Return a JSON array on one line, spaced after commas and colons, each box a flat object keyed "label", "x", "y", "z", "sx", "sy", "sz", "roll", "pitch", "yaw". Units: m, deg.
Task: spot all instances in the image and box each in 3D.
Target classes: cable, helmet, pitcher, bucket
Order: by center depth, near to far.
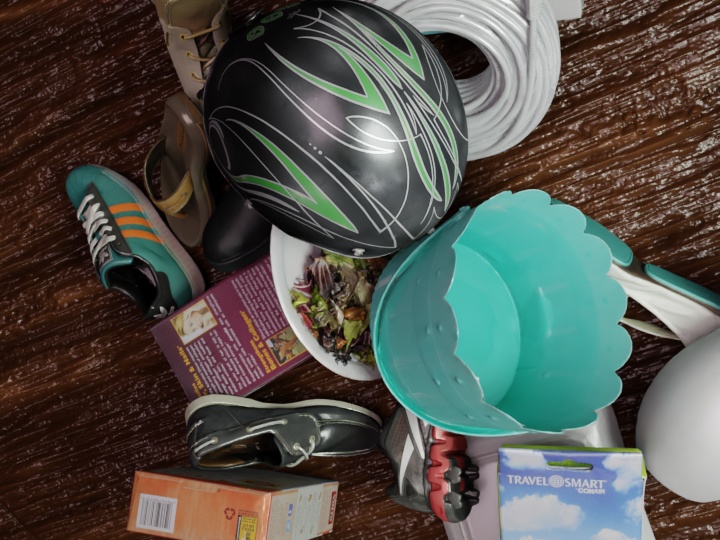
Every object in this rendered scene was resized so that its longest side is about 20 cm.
[{"label": "helmet", "x": -0.011, "y": -0.112, "z": 0.721, "sx": 0.191, "sy": 0.200, "sz": 0.200, "roll": 23, "pitch": 101, "yaw": 39}, {"label": "pitcher", "x": 0.344, "y": 0.103, "z": 0.784, "sx": 0.200, "sy": 0.171, "sz": 0.121, "roll": -61, "pitch": 35, "yaw": 27}, {"label": "bucket", "x": 0.115, "y": 0.044, "z": 0.786, "sx": 0.135, "sy": 0.207, "sz": 0.207, "roll": -21, "pitch": 88, "yaw": 56}, {"label": "cable", "x": 0.076, "y": -0.188, "z": 0.811, "sx": 0.200, "sy": 0.069, "sz": 0.200, "roll": -3, "pitch": 137, "yaw": 20}]

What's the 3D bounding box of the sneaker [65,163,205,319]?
[{"label": "sneaker", "x": -0.253, "y": -0.032, "z": 0.961, "sx": 0.200, "sy": 0.080, "sz": 0.071, "roll": 46, "pitch": 125, "yaw": 9}]

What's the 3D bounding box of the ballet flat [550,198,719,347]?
[{"label": "ballet flat", "x": 0.239, "y": 0.011, "z": 0.835, "sx": 0.200, "sy": 0.069, "sz": 0.069, "roll": 33, "pitch": 103, "yaw": 9}]

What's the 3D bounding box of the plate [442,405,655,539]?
[{"label": "plate", "x": 0.172, "y": 0.239, "z": 0.886, "sx": 0.200, "sy": 0.032, "sz": 0.200, "roll": -18, "pitch": 88, "yaw": 17}]

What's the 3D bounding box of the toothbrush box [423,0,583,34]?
[{"label": "toothbrush box", "x": 0.092, "y": -0.296, "z": 0.806, "sx": 0.200, "sy": 0.085, "sz": 0.146, "roll": -2, "pitch": 132, "yaw": 18}]

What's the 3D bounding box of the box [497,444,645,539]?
[{"label": "box", "x": 0.185, "y": 0.231, "z": 0.803, "sx": 0.122, "sy": 0.048, "sz": 0.200, "roll": -1, "pitch": 114, "yaw": 13}]

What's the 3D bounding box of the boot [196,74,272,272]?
[{"label": "boot", "x": -0.098, "y": -0.114, "z": 0.843, "sx": 0.198, "sy": 0.163, "sz": 0.073, "roll": -42, "pitch": 45, "yaw": -12}]

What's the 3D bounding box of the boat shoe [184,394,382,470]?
[{"label": "boat shoe", "x": -0.072, "y": 0.169, "z": 0.899, "sx": 0.200, "sy": 0.068, "sz": 0.072, "roll": 5, "pitch": 126, "yaw": -17}]

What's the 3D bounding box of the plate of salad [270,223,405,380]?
[{"label": "plate of salad", "x": 0.000, "y": 0.000, "z": 0.836, "sx": 0.048, "sy": 0.200, "sz": 0.200, "roll": -17, "pitch": 89, "yaw": 41}]

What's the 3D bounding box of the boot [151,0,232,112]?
[{"label": "boot", "x": -0.141, "y": -0.194, "z": 0.868, "sx": 0.072, "sy": 0.200, "sz": 0.155, "roll": -18, "pitch": 90, "yaw": -8}]

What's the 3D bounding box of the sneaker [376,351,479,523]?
[{"label": "sneaker", "x": 0.062, "y": 0.138, "z": 0.881, "sx": 0.098, "sy": 0.071, "sz": 0.201, "roll": -4, "pitch": 77, "yaw": 29}]

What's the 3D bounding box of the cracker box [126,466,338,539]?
[{"label": "cracker box", "x": -0.115, "y": 0.226, "z": 0.882, "sx": 0.134, "sy": 0.200, "sz": 0.058, "roll": 4, "pitch": 82, "yaw": 17}]

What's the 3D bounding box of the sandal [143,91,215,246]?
[{"label": "sandal", "x": -0.186, "y": -0.094, "z": 0.906, "sx": 0.054, "sy": 0.200, "sz": 0.080, "roll": -33, "pitch": 69, "yaw": -27}]

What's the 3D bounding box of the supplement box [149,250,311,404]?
[{"label": "supplement box", "x": -0.096, "y": 0.051, "z": 0.924, "sx": 0.200, "sy": 0.086, "sz": 0.110, "roll": -32, "pitch": 86, "yaw": 16}]
